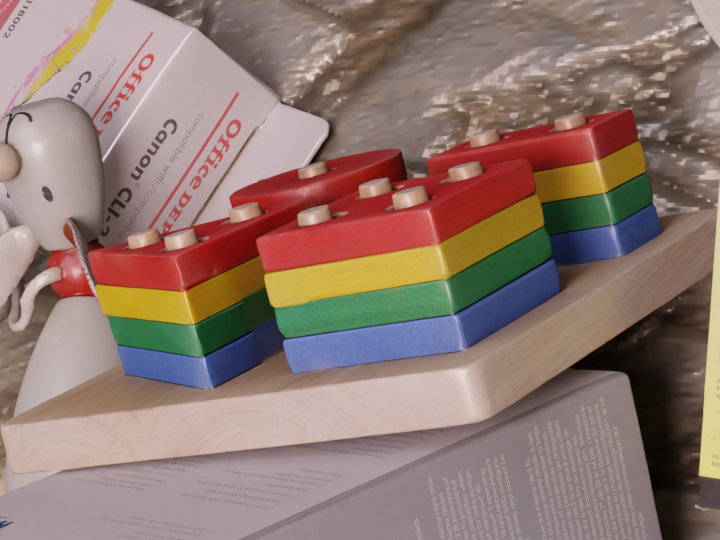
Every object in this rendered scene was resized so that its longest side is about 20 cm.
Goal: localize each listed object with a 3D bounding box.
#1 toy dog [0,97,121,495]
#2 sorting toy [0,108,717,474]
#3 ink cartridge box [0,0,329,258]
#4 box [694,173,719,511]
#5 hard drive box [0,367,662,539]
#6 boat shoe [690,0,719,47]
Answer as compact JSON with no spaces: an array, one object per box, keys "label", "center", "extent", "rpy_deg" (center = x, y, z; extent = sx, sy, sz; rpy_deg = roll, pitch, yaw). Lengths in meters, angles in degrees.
[{"label":"toy dog","center":[-0.130,0.040,0.963],"extent":[0.132,0.096,0.200],"rpy_deg":[-36,77,35]},{"label":"sorting toy","center":[0.000,0.000,0.860],"extent":[0.198,0.200,0.070],"rpy_deg":[-9,101,34]},{"label":"ink cartridge box","center":[-0.118,-0.061,1.084],"extent":[0.200,0.067,0.117],"rpy_deg":[25,81,45]},{"label":"box","center":[0.158,-0.017,0.790],"extent":[0.075,0.050,0.200],"rpy_deg":[4,93,40]},{"label":"hard drive box","center":[-0.025,0.095,0.802],"extent":[0.156,0.200,0.077],"rpy_deg":[1,107,53]},{"label":"boat shoe","center":[0.182,-0.102,0.892],"extent":[0.062,0.073,0.200],"rpy_deg":[-11,33,-21]}]
